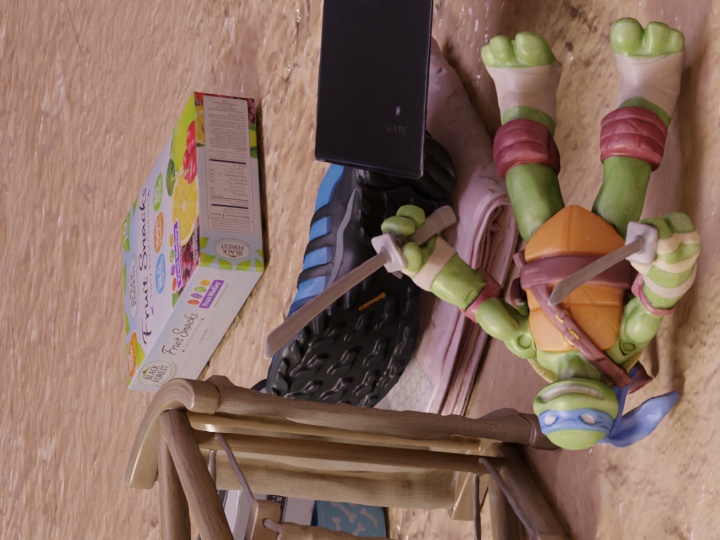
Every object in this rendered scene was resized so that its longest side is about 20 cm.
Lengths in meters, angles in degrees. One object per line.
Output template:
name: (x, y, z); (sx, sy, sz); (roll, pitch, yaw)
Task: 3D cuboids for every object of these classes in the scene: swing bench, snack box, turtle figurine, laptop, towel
swing bench: (0.000, 0.138, 1.512); (0.201, 0.198, 0.130); (-103, 27, -44)
snack box: (-0.124, -0.017, 2.172); (0.200, 0.053, 0.143); (124, 148, -56)
turtle figurine: (0.085, -0.030, 1.373); (0.144, 0.199, 0.195); (-29, 47, 50)
laptop: (0.055, -0.155, 1.604); (0.116, 0.200, 0.187); (60, 167, -14)
towel: (0.034, -0.010, 1.725); (0.200, 0.032, 0.192); (-115, 36, -56)

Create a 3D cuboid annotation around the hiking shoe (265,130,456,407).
hiking shoe: (0.000, 0.000, 1.685); (0.087, 0.074, 0.201); (-107, 38, -60)

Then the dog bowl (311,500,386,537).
dog bowl: (-0.034, 0.163, 1.847); (0.200, 0.049, 0.112); (-143, 61, -69)

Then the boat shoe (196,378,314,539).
boat shoe: (-0.063, 0.160, 1.764); (0.057, 0.068, 0.201); (-143, 68, -72)
